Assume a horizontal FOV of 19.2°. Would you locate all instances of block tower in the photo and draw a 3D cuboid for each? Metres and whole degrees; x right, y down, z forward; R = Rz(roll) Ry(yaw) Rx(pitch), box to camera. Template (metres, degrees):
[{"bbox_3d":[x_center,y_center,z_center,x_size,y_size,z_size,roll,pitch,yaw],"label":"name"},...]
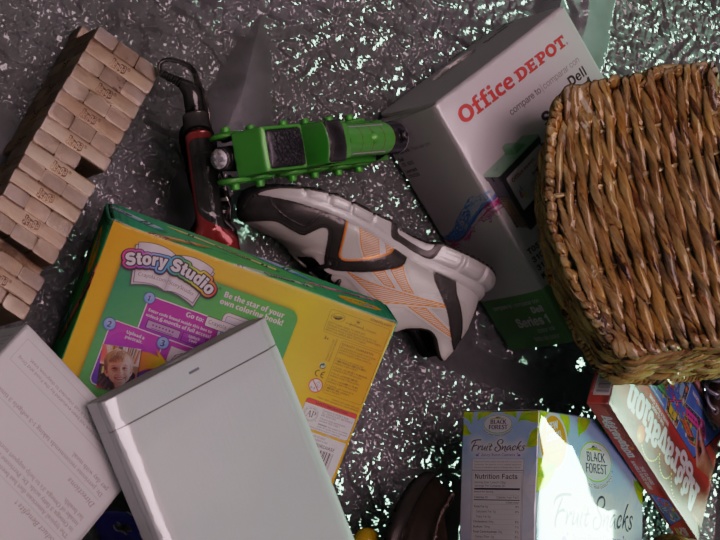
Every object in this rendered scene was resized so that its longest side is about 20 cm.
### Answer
[{"bbox_3d":[-0.199,-0.065,1.365,0.054,0.058,0.201,35,67,-23],"label":"block tower"}]

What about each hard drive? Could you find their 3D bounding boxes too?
[{"bbox_3d":[-0.074,0.147,1.300,0.131,0.027,0.202,-27,99,-37],"label":"hard drive"}]

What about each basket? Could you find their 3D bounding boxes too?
[{"bbox_3d":[0.192,-0.023,1.468,0.141,0.149,0.202,-12,77,-1],"label":"basket"}]

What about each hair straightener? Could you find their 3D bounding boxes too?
[{"bbox_3d":[-0.107,-0.044,1.414,0.040,0.077,0.202,-13,104,-2],"label":"hair straightener"}]

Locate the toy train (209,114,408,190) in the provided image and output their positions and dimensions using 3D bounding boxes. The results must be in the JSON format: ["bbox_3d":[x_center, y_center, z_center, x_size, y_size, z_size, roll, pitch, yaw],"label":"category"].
[{"bbox_3d":[-0.030,-0.083,1.424,0.199,0.056,0.042,-13,92,-59],"label":"toy train"}]

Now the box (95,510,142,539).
[{"bbox_3d":[-0.131,0.249,1.332,0.041,0.119,0.202,-25,97,-29],"label":"box"}]

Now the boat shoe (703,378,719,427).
[{"bbox_3d":[0.296,0.094,1.592,0.202,0.072,0.072,70,22,-9],"label":"boat shoe"}]

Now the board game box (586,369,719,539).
[{"bbox_3d":[0.218,0.105,1.550,0.200,0.019,0.104,53,47,-46],"label":"board game box"}]

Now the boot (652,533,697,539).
[{"bbox_3d":[0.270,0.305,1.591,0.154,0.073,0.202,12,82,-34],"label":"boot"}]

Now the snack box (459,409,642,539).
[{"bbox_3d":[0.135,0.203,1.488,0.168,0.067,0.202,12,76,-56],"label":"snack box"}]

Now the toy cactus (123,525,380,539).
[{"bbox_3d":[-0.080,0.209,1.392,0.164,0.102,0.202,23,81,-16],"label":"toy cactus"}]

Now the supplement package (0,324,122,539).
[{"bbox_3d":[-0.246,0.146,1.277,0.117,0.117,0.200,49,63,-17],"label":"supplement package"}]

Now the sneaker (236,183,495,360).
[{"bbox_3d":[0.000,0.000,1.466,0.199,0.074,0.081,24,84,-21],"label":"sneaker"}]

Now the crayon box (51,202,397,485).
[{"bbox_3d":[-0.090,0.048,1.366,0.198,0.058,0.120,20,98,-12],"label":"crayon box"}]

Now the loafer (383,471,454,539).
[{"bbox_3d":[0.038,0.234,1.416,0.071,0.073,0.202,13,68,1],"label":"loafer"}]

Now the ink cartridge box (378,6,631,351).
[{"bbox_3d":[0.127,-0.067,1.540,0.145,0.084,0.201,-38,103,-28],"label":"ink cartridge box"}]
